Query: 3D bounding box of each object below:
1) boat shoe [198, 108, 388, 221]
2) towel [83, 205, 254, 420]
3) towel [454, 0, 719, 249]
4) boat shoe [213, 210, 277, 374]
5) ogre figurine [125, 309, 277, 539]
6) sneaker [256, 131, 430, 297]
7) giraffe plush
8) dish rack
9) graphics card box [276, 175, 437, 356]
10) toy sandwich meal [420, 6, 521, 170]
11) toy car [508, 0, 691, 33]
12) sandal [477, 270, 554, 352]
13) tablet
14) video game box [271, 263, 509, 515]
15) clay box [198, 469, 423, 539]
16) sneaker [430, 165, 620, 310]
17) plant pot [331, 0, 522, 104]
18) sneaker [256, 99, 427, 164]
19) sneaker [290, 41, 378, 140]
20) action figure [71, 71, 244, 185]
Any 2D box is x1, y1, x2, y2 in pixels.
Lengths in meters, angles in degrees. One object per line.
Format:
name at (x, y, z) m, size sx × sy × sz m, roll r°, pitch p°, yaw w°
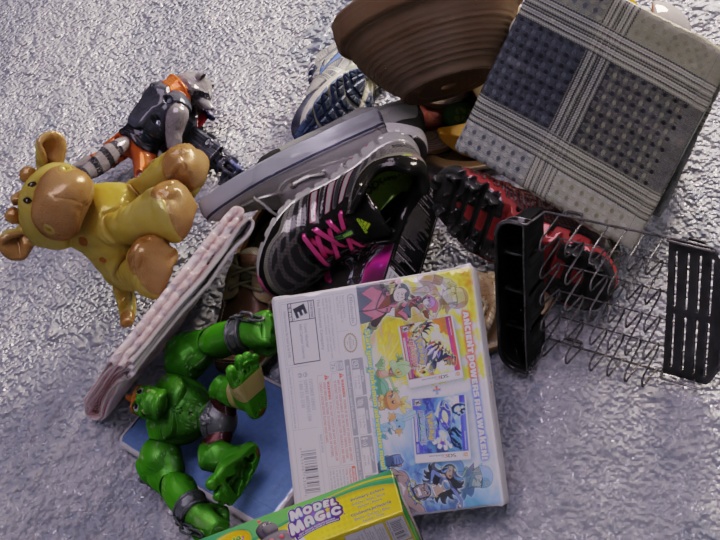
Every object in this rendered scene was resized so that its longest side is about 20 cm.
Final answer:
boat shoe at (-0.054, -0.077, 1.288) m, size 0.200 × 0.075 × 0.087 m, roll -26°, pitch 91°, yaw -8°
towel at (-0.184, 0.044, 1.258) m, size 0.032 × 0.191 × 0.201 m, roll 39°, pitch 64°, yaw -4°
towel at (0.204, -0.144, 1.165) m, size 0.199 × 0.034 × 0.195 m, roll 33°, pitch 109°, yaw 20°
boat shoe at (-0.104, 0.009, 1.306) m, size 0.074 × 0.074 × 0.202 m, roll 1°, pitch 49°, yaw 19°
ogre figurine at (-0.143, 0.133, 1.184) m, size 0.119 × 0.204 × 0.097 m, roll 7°, pitch 8°, yaw 38°
sneaker at (-0.012, -0.046, 1.217) m, size 0.199 × 0.074 × 0.087 m, roll -41°, pitch 27°, yaw -4°
giraffe plush at (-0.261, -0.057, 1.303) m, size 0.160 × 0.200 × 0.175 m, roll 24°, pitch 56°, yaw -17°
dish rack at (0.213, 0.030, 1.125) m, size 0.198 × 0.155 × 0.055 m, roll 14°, pitch 37°, yaw 30°
graphics card box at (0.000, 0.000, 1.269) m, size 0.124 × 0.051 × 0.202 m, roll -14°, pitch 44°, yaw 39°
toy sandwich meal at (0.130, -0.190, 1.395) m, size 0.202 × 0.071 × 0.207 m, roll -11°, pitch 48°, yaw 12°
toy car at (0.225, -0.164, 1.246) m, size 0.172 × 0.203 × 0.150 m, roll 0°, pitch 14°, yaw 10°
sandal at (0.090, 0.038, 1.215) m, size 0.210 × 0.070 × 0.078 m, roll -31°, pitch 47°, yaw -7°
tablet at (-0.120, 0.152, 1.235) m, size 0.198 × 0.014 × 0.131 m, roll 23°, pitch 61°, yaw 33°
video game box at (0.025, 0.109, 1.129) m, size 0.179 × 0.047 × 0.203 m, roll -9°, pitch 82°, yaw 15°
clay box at (-0.049, 0.239, 1.063) m, size 0.197 × 0.116 × 0.048 m, roll -19°, pitch 46°, yaw 3°
sneaker at (0.158, -0.040, 1.232) m, size 0.199 × 0.072 × 0.098 m, roll 31°, pitch 34°, yaw 16°
plant pot at (0.077, -0.226, 1.318) m, size 0.198 × 0.201 × 0.094 m, roll -17°, pitch 84°, yaw 6°
sneaker at (-0.018, -0.125, 1.384) m, size 0.197 × 0.074 × 0.080 m, roll -13°, pitch 46°, yaw 23°
sneaker at (-0.026, -0.205, 1.477) m, size 0.084 × 0.078 × 0.201 m, roll 7°, pitch 46°, yaw 38°
action figure at (-0.221, -0.140, 1.467) m, size 0.199 × 0.105 × 0.194 m, roll 26°, pitch 73°, yaw 38°
